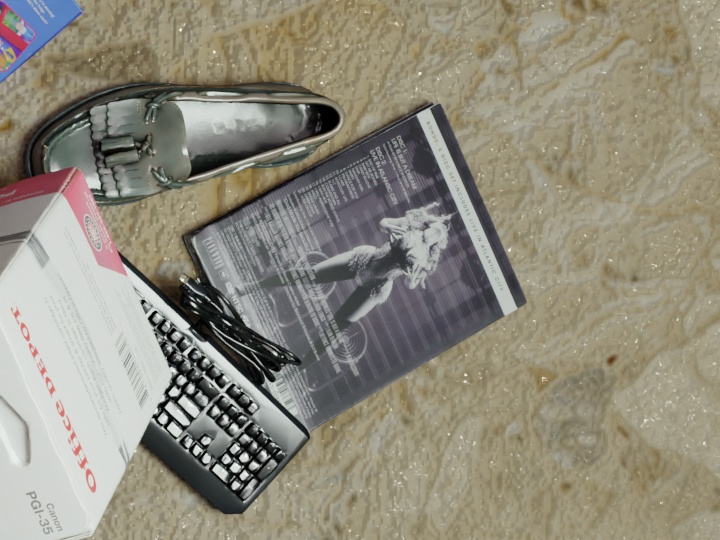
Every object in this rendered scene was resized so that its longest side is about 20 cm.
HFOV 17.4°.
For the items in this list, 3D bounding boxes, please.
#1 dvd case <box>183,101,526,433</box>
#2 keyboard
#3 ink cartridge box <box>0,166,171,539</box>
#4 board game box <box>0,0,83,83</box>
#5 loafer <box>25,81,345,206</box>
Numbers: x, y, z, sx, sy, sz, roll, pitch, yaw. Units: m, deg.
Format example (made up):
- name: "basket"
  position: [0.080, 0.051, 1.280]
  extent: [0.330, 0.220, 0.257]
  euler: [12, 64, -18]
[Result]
- name: "dvd case"
  position: [0.000, 0.000, 1.517]
  extent: [0.200, 0.016, 0.149]
  euler: [-30, 102, -24]
- name: "keyboard"
  position: [-0.110, 0.054, 1.436]
  extent: [0.200, 0.040, 0.104]
  euler: [44, 78, -19]
- name: "ink cartridge box"
  position: [-0.186, 0.049, 1.306]
  extent: [0.083, 0.200, 0.147]
  euler: [-17, 109, 15]
- name: "board game box"
  position: [-0.274, -0.184, 1.358]
  extent: [0.134, 0.045, 0.200]
  euler: [-44, 108, -21]
- name: "loafer"
  position: [-0.103, -0.084, 1.437]
  extent: [0.200, 0.063, 0.072]
  euler: [-13, 95, -27]
